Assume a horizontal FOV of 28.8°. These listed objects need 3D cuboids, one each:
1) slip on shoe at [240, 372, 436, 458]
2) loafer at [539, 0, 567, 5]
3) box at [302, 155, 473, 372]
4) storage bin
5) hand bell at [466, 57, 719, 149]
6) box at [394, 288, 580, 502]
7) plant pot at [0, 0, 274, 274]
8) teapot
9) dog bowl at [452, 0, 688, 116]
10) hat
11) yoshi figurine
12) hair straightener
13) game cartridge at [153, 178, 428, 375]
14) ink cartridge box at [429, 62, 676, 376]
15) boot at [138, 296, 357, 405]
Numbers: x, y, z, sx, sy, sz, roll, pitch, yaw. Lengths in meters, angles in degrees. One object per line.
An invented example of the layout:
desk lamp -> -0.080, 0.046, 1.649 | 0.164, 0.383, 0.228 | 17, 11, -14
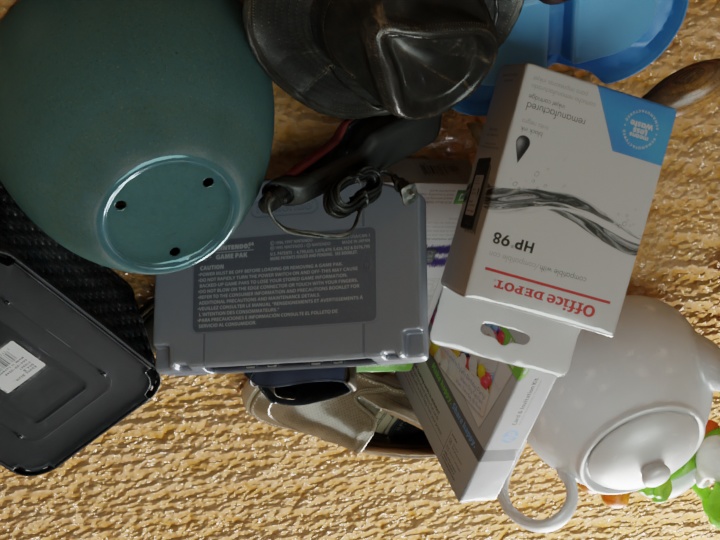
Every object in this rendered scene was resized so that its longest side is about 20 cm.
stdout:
slip on shoe -> -0.008, 0.124, 1.201 | 0.198, 0.061, 0.076 | 17, 122, -37
loafer -> 0.195, -0.235, 0.928 | 0.198, 0.072, 0.063 | -26, 159, -15
box -> 0.000, 0.000, 1.109 | 0.142, 0.037, 0.202 | 0, 129, -25
storage bin -> -0.250, 0.040, 0.982 | 0.135, 0.094, 0.200 | -35, 137, 9
hand bell -> 0.188, -0.107, 1.030 | 0.198, 0.105, 0.104 | -27, 137, 8
box -> 0.097, 0.060, 1.124 | 0.041, 0.157, 0.202 | 0, 131, -27
plant pot -> -0.138, -0.077, 0.896 | 0.197, 0.135, 0.202 | -14, 135, -14
teapot -> 0.234, 0.133, 1.257 | 0.195, 0.147, 0.201 | 0, 135, -20
dog bowl -> 0.133, -0.181, 0.994 | 0.197, 0.050, 0.112 | -17, 136, -12
hat -> 0.028, -0.147, 0.871 | 0.198, 0.082, 0.202 | -14, 142, -11
yoshi figurine -> 0.312, 0.210, 1.345 | 0.198, 0.112, 0.113 | -7, 112, 36
hair straightener -> 0.003, -0.071, 0.942 | 0.200, 0.076, 0.041 | -35, 143, -49
game cartridge -> -0.049, 0.002, 0.988 | 0.197, 0.135, 0.040 | -3, 169, 14
ink cartridge box -> 0.130, -0.029, 0.964 | 0.114, 0.067, 0.203 | 14, 94, -13
boot -> -0.086, 0.056, 1.036 | 0.198, 0.098, 0.075 | -15, 150, 22
